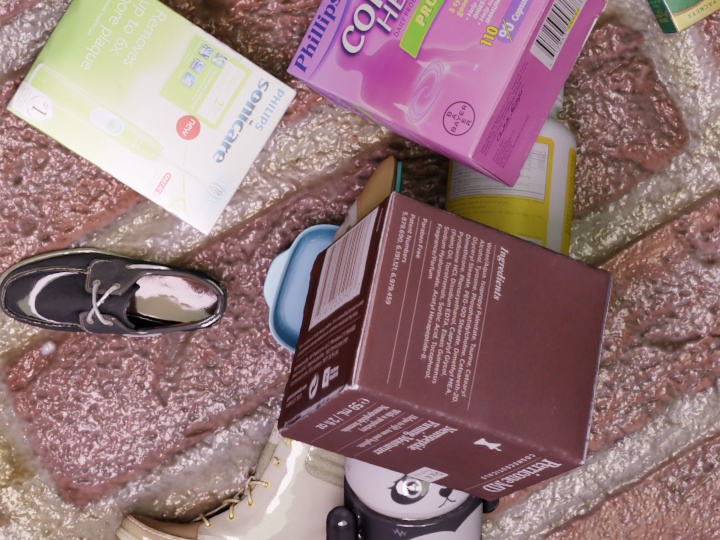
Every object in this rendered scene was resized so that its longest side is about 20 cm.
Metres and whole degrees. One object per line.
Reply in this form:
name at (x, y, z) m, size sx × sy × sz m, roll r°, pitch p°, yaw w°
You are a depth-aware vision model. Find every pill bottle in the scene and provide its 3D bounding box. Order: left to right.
pill bottle at (0.131, -0.072, 1.438) m, size 0.111 × 0.112 × 0.201 m, roll 9°, pitch 78°, yaw -11°

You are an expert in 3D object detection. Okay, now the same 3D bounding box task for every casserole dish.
casserole dish at (0.008, 0.032, 1.475) m, size 0.199 × 0.039 × 0.122 m, roll 18°, pitch 92°, yaw -12°

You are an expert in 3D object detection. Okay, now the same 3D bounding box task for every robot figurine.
robot figurine at (0.047, 0.215, 1.439) m, size 0.124 × 0.151 × 0.201 m, roll 8°, pitch 124°, yaw 15°

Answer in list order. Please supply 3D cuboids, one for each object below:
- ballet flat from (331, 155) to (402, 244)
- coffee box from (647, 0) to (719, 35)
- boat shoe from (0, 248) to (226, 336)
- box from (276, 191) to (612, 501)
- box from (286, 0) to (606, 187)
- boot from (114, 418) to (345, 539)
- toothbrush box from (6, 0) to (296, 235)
ballet flat at (0.000, 0.000, 1.420) m, size 0.063 × 0.069 × 0.202 m, roll 4°, pitch 94°, yaw 3°
coffee box at (0.287, -0.328, 1.484) m, size 0.122 × 0.044 × 0.201 m, roll -29°, pitch 100°, yaw -6°
boat shoe at (-0.214, 0.021, 1.420) m, size 0.198 × 0.068 × 0.072 m, roll 4°, pitch 97°, yaw -9°
box at (0.065, 0.065, 1.300) m, size 0.199 × 0.166 × 0.165 m, roll 19°, pitch 66°, yaw -16°
box at (0.071, -0.196, 1.380) m, size 0.199 × 0.097 × 0.177 m, roll 28°, pitch 92°, yaw 30°
boot at (-0.104, 0.202, 1.456) m, size 0.199 × 0.072 × 0.156 m, roll 19°, pitch 93°, yaw -18°
toothbrush box at (-0.178, -0.145, 1.399) m, size 0.199 × 0.086 × 0.146 m, roll 33°, pitch 90°, yaw -13°
